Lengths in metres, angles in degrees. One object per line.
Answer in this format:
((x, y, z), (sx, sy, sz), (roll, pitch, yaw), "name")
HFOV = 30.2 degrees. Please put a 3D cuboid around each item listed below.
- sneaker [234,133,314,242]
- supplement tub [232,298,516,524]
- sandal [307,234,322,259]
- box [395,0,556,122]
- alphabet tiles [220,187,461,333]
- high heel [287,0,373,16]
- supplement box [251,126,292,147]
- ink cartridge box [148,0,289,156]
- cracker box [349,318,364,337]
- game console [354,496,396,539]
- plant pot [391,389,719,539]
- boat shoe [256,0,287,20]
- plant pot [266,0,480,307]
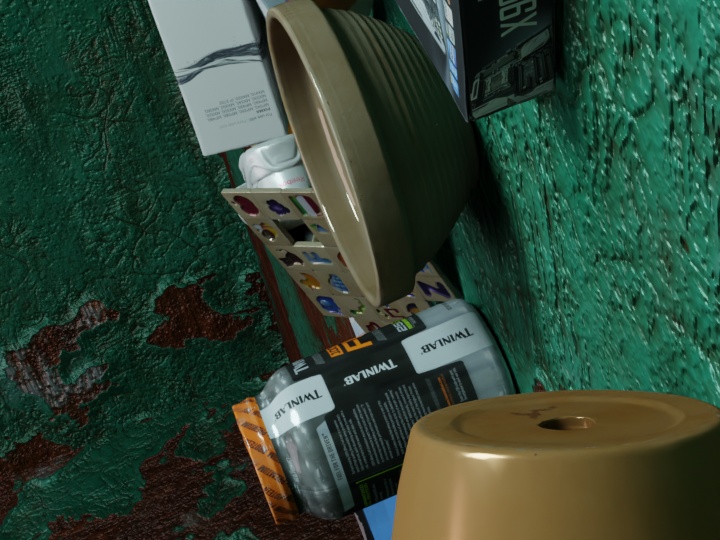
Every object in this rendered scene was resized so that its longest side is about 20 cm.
((-0.067, -0.044, 1.179), (0.200, 0.077, 0.100), (92, 160, -77), "sneaker")
((0.011, 0.110, 1.013), (0.123, 0.199, 0.123), (159, 90, -82), "supplement tub")
((0.009, -0.059, 1.056), (0.077, 0.070, 0.212), (27, 153, -4), "sandal")
((0.033, -0.192, 0.595), (0.200, 0.049, 0.158), (78, 169, -53), "box")
((0.000, 0.000, 1.080), (0.166, 0.008, 0.200), (3, 144, 40), "alphabet tiles")
((-0.023, -0.183, 0.978), (0.096, 0.067, 0.200), (42, 166, 53), "high heel")
((-0.096, -0.180, 1.489), (0.200, 0.073, 0.126), (-118, 11, -47), "supplement box")
((-0.129, -0.224, 1.190), (0.145, 0.084, 0.201), (-96, -10, -59), "ink cartridge box")
((-0.001, -0.022, 1.298), (0.134, 0.057, 0.201), (132, 117, -81), "cracker box")
((0.076, 0.293, 1.375), (0.171, 0.118, 0.201), (103, 144, -78), "game console")
((0.093, 0.133, 0.582), (0.200, 0.199, 0.141), (-155, 60, -80), "plant pot")
((-0.062, -0.242, 1.122), (0.201, 0.070, 0.066), (64, 173, -18), "boat shoe")
((0.016, -0.085, 0.857), (0.201, 0.092, 0.202), (159, 90, -82), "plant pot")
